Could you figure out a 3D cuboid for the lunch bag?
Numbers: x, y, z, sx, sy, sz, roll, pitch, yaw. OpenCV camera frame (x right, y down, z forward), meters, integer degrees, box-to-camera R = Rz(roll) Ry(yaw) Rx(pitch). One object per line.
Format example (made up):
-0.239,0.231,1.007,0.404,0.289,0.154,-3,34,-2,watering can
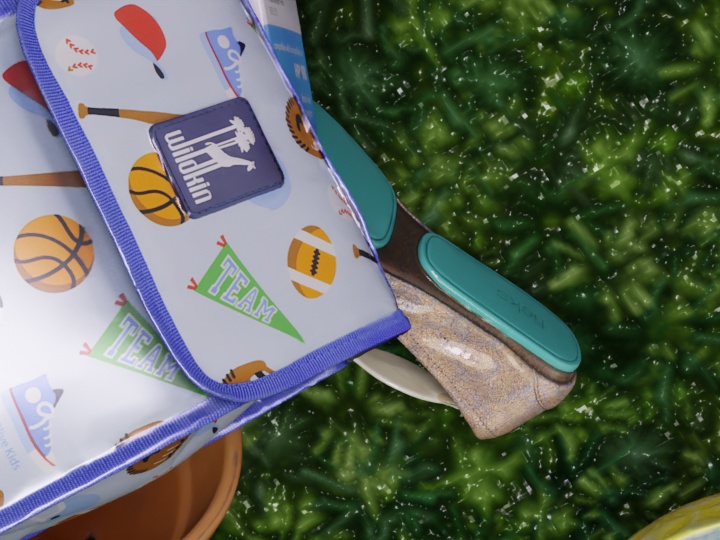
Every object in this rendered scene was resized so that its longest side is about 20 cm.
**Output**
-0.104,-0.006,0.896,0.200,0.124,0.170,-27,86,-9,lunch bag

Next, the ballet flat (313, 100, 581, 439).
0.000,0.000,1.055,0.200,0.068,0.067,42,117,-9,ballet flat

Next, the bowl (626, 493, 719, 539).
0.174,0.167,1.080,0.200,0.108,0.201,2,112,5,bowl

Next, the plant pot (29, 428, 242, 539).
-0.164,0.092,1.048,0.200,0.200,0.140,24,128,-5,plant pot

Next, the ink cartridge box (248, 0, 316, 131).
-0.092,-0.141,0.983,0.116,0.067,0.201,-9,90,12,ink cartridge box
